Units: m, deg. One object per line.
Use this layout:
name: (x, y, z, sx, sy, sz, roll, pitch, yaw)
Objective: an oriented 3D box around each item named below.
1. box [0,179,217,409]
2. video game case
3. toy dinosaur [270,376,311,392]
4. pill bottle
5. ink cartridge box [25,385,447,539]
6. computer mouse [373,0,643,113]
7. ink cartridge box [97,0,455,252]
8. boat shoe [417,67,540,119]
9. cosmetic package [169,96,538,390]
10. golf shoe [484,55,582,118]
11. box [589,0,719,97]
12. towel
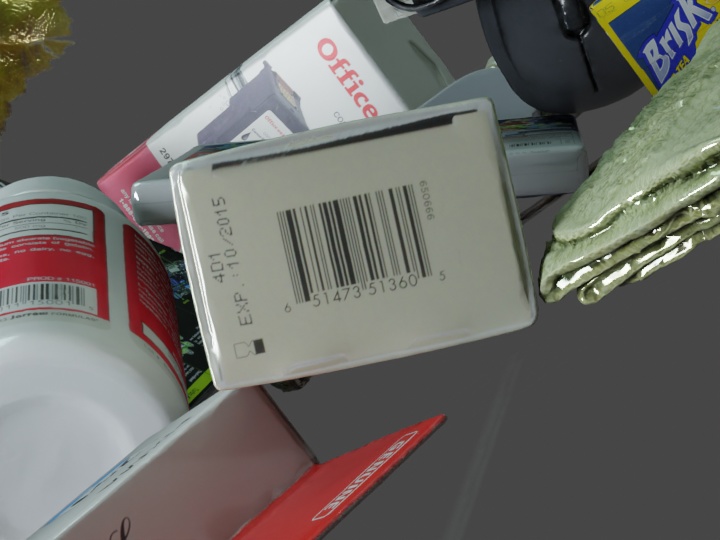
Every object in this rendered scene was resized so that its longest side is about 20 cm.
box: (-0.151, 0.025, 1.064, 0.200, 0.192, 0.048, -49, -18, -68)
video game case: (0.006, -0.049, 0.981, 0.198, 0.023, 0.182, -5, 8, 5)
toy dinosaur: (0.000, 0.000, 1.030, 0.088, 0.048, 0.200, -43, -1, 21)
pill bottle: (-0.130, 0.036, 0.869, 0.112, 0.112, 0.200, -36, 24, 8)
ink cartridge box: (-0.088, 0.104, 0.629, 0.200, 0.045, 0.176, -40, 4, -32)
computer mouse: (0.096, -0.116, 0.989, 0.138, 0.053, 0.200, -20, -19, 13)
ink cartridge box: (-0.035, -0.062, 1.267, 0.200, 0.145, 0.084, -35, 6, 26)
boat shoe: (0.016, -0.041, 1.151, 0.199, 0.069, 0.057, -29, -29, -12)
cosmetic package: (-0.002, -0.012, 0.709, 0.104, 0.072, 0.200, -12, 3, -1)
golf shoe: (0.153, -0.146, 1.159, 0.097, 0.079, 0.200, -33, 2, -37)
box: (0.184, -0.145, 0.932, 0.070, 0.064, 0.200, -33, 7, 43)
towel: (0.139, -0.066, 0.642, 0.148, 0.037, 0.200, -33, 6, 40)
